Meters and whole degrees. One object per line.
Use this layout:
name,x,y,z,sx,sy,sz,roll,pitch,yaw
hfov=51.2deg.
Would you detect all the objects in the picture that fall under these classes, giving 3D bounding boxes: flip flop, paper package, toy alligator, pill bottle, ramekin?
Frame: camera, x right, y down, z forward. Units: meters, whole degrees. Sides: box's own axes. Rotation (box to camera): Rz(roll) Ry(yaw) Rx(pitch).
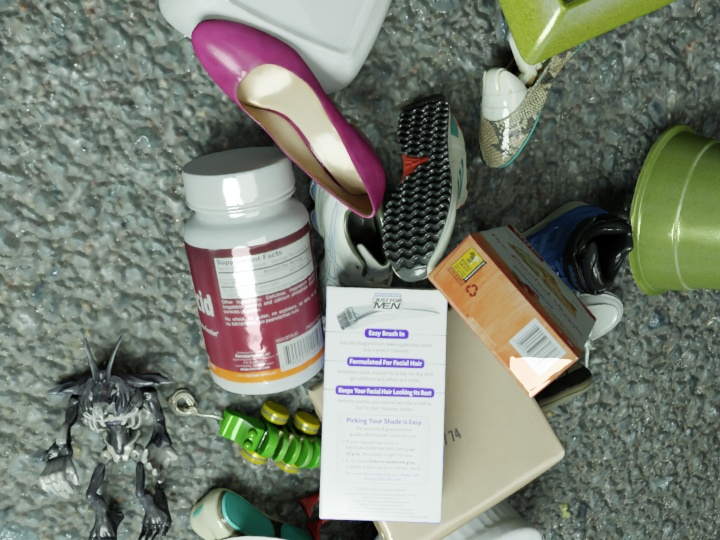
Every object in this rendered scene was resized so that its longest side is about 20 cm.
flip flop,0.187,0.152,0.890,0.198,0.081,0.058,-12,127,-26
paper package,0.072,0.160,0.769,0.198,0.104,0.192,-28,79,-9
toy alligator,-0.101,0.170,0.770,0.198,0.054,0.060,24,96,-29
pill bottle,-0.097,-0.002,0.681,0.113,0.114,0.203,-14,112,-19
ramekin,0.102,0.329,0.860,0.199,0.098,0.202,-23,137,-22

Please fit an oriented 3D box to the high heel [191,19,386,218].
high heel,-0.054,-0.124,0.612,0.199,0.097,0.067,31,120,-26

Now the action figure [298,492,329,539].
action figure,0.030,0.246,0.861,0.198,0.052,0.066,-23,112,-18

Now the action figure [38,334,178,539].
action figure,-0.224,0.166,0.689,0.117,0.102,0.203,-7,112,-9

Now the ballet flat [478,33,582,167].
ballet flat,0.166,-0.204,0.755,0.075,0.068,0.201,36,86,-42

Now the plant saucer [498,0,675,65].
plant saucer,0.209,-0.327,0.710,0.198,0.048,0.202,-26,97,-14

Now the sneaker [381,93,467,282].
sneaker,0.075,-0.068,0.716,0.093,0.070,0.202,43,44,-45

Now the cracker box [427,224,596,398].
cracker box,0.149,0.027,0.702,0.058,0.200,0.134,-44,80,19

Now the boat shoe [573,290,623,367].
boat shoe,0.238,0.072,0.871,0.199,0.086,0.076,-8,111,-21

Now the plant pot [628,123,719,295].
plant pot,0.426,-0.051,0.820,0.199,0.189,0.203,-15,112,-42

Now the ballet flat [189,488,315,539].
ballet flat,-0.106,0.302,0.815,0.070,0.069,0.200,-46,117,-3

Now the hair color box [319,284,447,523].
hair color box,0.020,0.116,0.676,0.108,0.065,0.203,2,88,0

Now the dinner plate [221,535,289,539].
dinner plate,-0.076,0.339,0.787,0.197,0.024,0.202,6,133,7

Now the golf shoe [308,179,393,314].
golf shoe,0.000,0.000,0.735,0.077,0.097,0.202,-22,116,-17

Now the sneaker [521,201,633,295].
sneaker,0.207,0.002,0.817,0.199,0.111,0.077,-35,113,-10

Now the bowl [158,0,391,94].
bowl,-0.051,-0.266,0.636,0.198,0.075,0.202,18,98,-29
